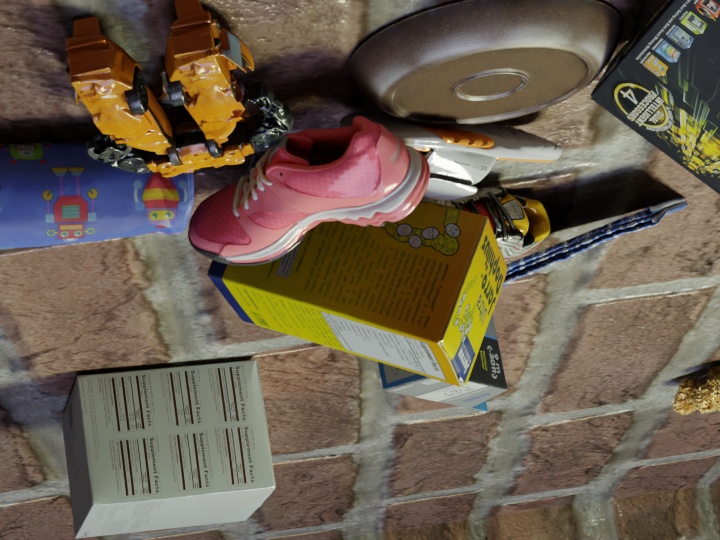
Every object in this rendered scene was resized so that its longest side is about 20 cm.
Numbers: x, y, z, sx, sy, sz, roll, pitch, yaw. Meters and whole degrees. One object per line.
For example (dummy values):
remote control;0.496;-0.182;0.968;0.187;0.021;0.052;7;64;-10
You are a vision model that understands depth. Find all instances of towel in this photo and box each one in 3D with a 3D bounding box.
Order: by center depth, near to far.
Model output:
towel;0.193;-0.018;1.955;0.199;0.024;0.145;-22;179;20

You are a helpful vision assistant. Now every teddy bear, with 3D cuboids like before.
teddy bear;0.481;0.150;2.731;0.199;0.067;0.144;-21;163;39

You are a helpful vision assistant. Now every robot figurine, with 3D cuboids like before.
robot figurine;-0.125;-0.118;1.463;0.144;0.059;0.200;-10;164;5

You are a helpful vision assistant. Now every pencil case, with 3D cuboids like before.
pencil case;-0.220;-0.060;1.586;0.199;0.087;0.079;-5;122;-15

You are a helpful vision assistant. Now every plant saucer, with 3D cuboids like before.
plant saucer;0.091;-0.144;1.539;0.199;0.032;0.200;-7;165;-2

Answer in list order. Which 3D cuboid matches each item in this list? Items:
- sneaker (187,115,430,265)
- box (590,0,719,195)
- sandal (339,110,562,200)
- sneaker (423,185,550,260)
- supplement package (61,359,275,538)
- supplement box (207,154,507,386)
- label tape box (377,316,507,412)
sneaker;-0.051;-0.068;1.572;0.199;0.074;0.087;-17;138;27
box;0.264;-0.127;1.484;0.161;0.049;0.200;35;155;-2
sandal;0.073;-0.081;1.646;0.206;0.060;0.079;4;-166;-39
sneaker;0.093;-0.045;1.831;0.082;0.078;0.200;-22;169;29
supplement package;-0.214;0.197;2.367;0.199;0.148;0.191;-4;164;-15
supplement box;0.000;0.000;1.692;0.199;0.110;0.109;16;163;18
label tape box;0.083;0.046;2.001;0.063;0.145;0.200;-19;162;28
